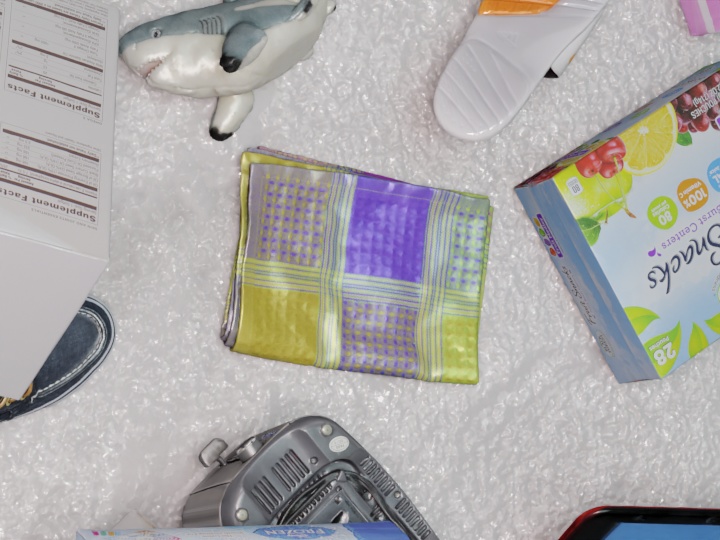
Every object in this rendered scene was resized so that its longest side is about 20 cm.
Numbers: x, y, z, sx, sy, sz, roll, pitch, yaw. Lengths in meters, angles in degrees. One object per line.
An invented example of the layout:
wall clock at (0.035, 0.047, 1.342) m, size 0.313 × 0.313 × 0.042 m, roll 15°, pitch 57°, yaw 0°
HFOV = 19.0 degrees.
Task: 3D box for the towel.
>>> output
towel at (0.000, 0.000, 1.489) m, size 0.200 × 0.023 × 0.144 m, roll 11°, pitch 79°, yaw -23°

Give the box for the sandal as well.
sandal at (0.109, -0.158, 1.534) m, size 0.079 × 0.059 × 0.207 m, roll 31°, pitch 60°, yaw 11°

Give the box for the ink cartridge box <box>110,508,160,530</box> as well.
ink cartridge box at (-0.120, 0.270, 1.341) m, size 0.146 × 0.084 × 0.200 m, roll -43°, pitch 114°, yaw -9°

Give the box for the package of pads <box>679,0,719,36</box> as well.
package of pads at (0.282, -0.285, 1.618) m, size 0.120 × 0.076 × 0.200 m, roll -18°, pitch 92°, yaw -28°

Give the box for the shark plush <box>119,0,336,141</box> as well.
shark plush at (-0.068, -0.182, 1.456) m, size 0.083 × 0.091 × 0.200 m, roll 41°, pitch 72°, yaw 17°

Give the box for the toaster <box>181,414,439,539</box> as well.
toaster at (-0.026, 0.186, 1.400) m, size 0.114 × 0.129 × 0.200 m, roll -45°, pitch 103°, yaw -21°

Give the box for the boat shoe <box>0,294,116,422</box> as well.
boat shoe at (-0.232, 0.067, 1.339) m, size 0.200 × 0.091 × 0.071 m, roll -24°, pitch 95°, yaw -25°

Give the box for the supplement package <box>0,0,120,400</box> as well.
supplement package at (-0.240, -0.059, 1.273) m, size 0.150 × 0.152 × 0.200 m, roll 16°, pitch 48°, yaw -22°

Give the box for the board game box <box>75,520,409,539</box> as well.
board game box at (-0.076, 0.252, 1.283) m, size 0.199 × 0.043 × 0.201 m, roll 1°, pitch 102°, yaw -21°

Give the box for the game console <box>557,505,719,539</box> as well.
game console at (0.215, 0.253, 1.509) m, size 0.200 × 0.119 × 0.173 m, roll 5°, pitch 83°, yaw -24°

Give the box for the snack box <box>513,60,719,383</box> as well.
snack box at (0.237, -0.039, 1.576) m, size 0.200 × 0.068 × 0.169 m, roll -31°, pitch 98°, yaw -23°
